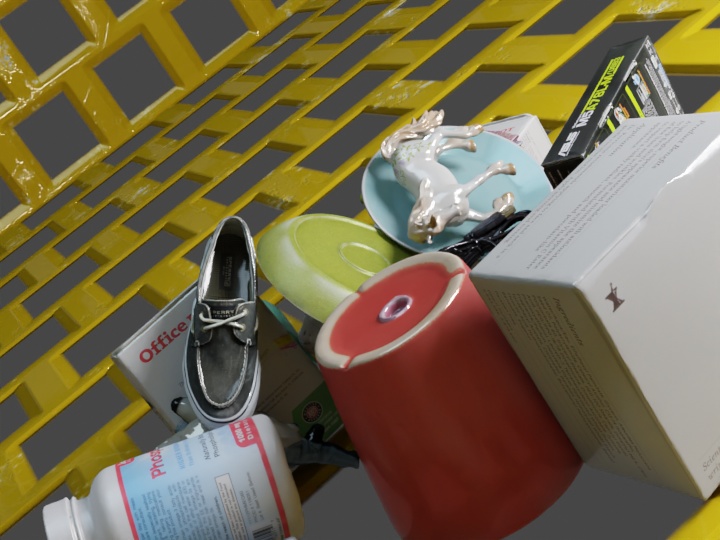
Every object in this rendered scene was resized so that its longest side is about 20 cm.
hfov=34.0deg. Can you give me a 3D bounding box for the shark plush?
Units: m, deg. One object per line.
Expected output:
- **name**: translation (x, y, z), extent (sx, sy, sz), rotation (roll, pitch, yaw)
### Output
- **shark plush**: translation (-0.103, 0.170, 1.095), extent (0.198, 0.084, 0.091), rotation (-3, 23, -24)

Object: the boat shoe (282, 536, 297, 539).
- **boat shoe**: translation (-0.106, 0.293, 0.938), extent (0.201, 0.087, 0.074), rotation (-39, -12, 21)

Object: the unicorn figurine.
- **unicorn figurine**: translation (0.083, -0.083, 1.158), extent (0.136, 0.075, 0.200), rotation (-20, 35, -19)

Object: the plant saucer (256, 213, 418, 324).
- **plant saucer**: translation (0.000, 0.000, 1.105), extent (0.201, 0.198, 0.031), rotation (-88, 21, -63)

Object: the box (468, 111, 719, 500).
- **box**: translation (0.223, 0.020, 0.866), extent (0.199, 0.201, 0.130), rotation (-42, 21, -20)

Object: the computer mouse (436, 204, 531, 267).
- **computer mouse**: translation (0.163, 0.024, 1.076), extent (0.109, 0.044, 0.200), rotation (-32, 53, -14)

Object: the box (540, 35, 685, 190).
- **box**: translation (0.245, -0.068, 1.015), extent (0.047, 0.201, 0.194), rotation (-10, 33, 42)

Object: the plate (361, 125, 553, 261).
- **plate**: translation (0.099, -0.075, 1.207), extent (0.197, 0.026, 0.202), rotation (2, 47, -2)

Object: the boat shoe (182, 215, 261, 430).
- **boat shoe**: translation (-0.127, 0.044, 1.061), extent (0.071, 0.071, 0.202), rotation (-2, 62, -5)

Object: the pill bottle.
- **pill bottle**: translation (-0.153, 0.200, 0.970), extent (0.198, 0.110, 0.109), rotation (-18, 19, -12)

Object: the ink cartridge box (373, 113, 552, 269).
- **ink cartridge box**: translation (0.124, -0.084, 1.371), extent (0.145, 0.085, 0.201), rotation (-8, 35, 47)

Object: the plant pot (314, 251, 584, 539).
- **plant pot**: translation (0.066, 0.097, 0.961), extent (0.199, 0.178, 0.201), rotation (-28, 23, 13)

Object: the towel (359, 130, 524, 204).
- **towel**: translation (0.087, -0.111, 1.339), extent (0.143, 0.023, 0.200), rotation (-41, 23, -14)

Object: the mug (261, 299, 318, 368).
- **mug**: translation (-0.130, 0.104, 1.303), extent (0.152, 0.115, 0.184), rotation (-46, 24, -28)

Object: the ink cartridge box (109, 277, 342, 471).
- **ink cartridge box**: translation (-0.129, 0.112, 1.158), extent (0.145, 0.201, 0.087), rotation (-41, 8, -16)

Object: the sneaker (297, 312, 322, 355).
- **sneaker**: translation (-0.009, 0.067, 1.129), extent (0.100, 0.075, 0.201), rotation (-43, 28, 15)
